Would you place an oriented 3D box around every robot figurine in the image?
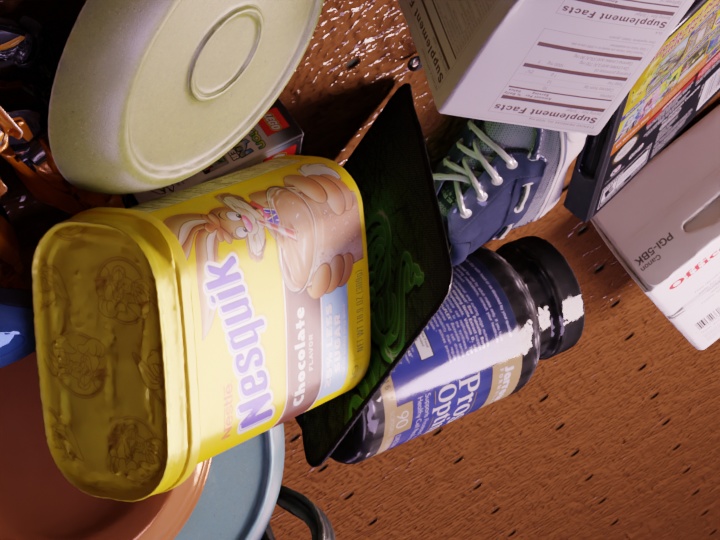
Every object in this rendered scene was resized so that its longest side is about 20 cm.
[{"bbox_3d":[-0.194,-0.053,1.327,0.145,0.058,0.200,-39,157,1],"label":"robot figurine"}]

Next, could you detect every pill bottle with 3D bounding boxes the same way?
[{"bbox_3d":[0.051,0.047,1.787,0.199,0.112,0.112,-22,153,-29],"label":"pill bottle"}]

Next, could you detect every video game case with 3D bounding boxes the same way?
[{"bbox_3d":[0.212,-0.145,1.687,0.200,0.025,0.181,-44,162,-26],"label":"video game case"}]

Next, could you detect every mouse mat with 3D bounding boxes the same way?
[{"bbox_3d":[0.000,0.000,1.547,0.007,0.201,0.161,20,123,-25],"label":"mouse mat"}]

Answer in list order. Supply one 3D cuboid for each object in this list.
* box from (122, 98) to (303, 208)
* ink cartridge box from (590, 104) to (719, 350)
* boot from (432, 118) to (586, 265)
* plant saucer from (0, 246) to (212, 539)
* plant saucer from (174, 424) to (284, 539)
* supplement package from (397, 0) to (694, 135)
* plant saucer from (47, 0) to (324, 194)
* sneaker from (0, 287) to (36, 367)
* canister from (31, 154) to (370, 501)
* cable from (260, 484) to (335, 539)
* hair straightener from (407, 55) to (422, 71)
[{"bbox_3d":[-0.096,-0.017,1.561,0.110,0.035,0.200,-27,155,-21],"label":"box"},{"bbox_3d":[0.268,-0.034,1.967,0.146,0.083,0.200,-38,157,5],"label":"ink cartridge box"},{"bbox_3d":[0.085,-0.068,1.661,0.090,0.073,0.200,-35,158,-16],"label":"boot"},{"bbox_3d":[-0.175,0.087,1.457,0.199,0.201,0.037,-30,-171,-13],"label":"plant saucer"},{"bbox_3d":[-0.125,0.114,1.528,0.199,0.202,0.027,-22,-162,-28],"label":"plant saucer"},{"bbox_3d":[0.115,-0.184,1.405,0.109,0.114,0.200,6,138,-30],"label":"supplement package"},{"bbox_3d":[-0.078,-0.117,1.331,0.200,0.031,0.201,-44,155,-26],"label":"plant saucer"},{"bbox_3d":[-0.251,0.064,1.376,0.198,0.079,0.066,-13,158,-6],"label":"sneaker"},{"bbox_3d":[-0.079,0.024,1.412,0.200,0.086,0.150,-23,114,-54],"label":"canister"},{"bbox_3d":[-0.080,0.114,1.634,0.097,0.201,0.050,-27,136,9],"label":"cable"},{"bbox_3d":[0.097,-0.183,1.525,0.200,0.041,0.077,-38,138,20],"label":"hair straightener"}]
